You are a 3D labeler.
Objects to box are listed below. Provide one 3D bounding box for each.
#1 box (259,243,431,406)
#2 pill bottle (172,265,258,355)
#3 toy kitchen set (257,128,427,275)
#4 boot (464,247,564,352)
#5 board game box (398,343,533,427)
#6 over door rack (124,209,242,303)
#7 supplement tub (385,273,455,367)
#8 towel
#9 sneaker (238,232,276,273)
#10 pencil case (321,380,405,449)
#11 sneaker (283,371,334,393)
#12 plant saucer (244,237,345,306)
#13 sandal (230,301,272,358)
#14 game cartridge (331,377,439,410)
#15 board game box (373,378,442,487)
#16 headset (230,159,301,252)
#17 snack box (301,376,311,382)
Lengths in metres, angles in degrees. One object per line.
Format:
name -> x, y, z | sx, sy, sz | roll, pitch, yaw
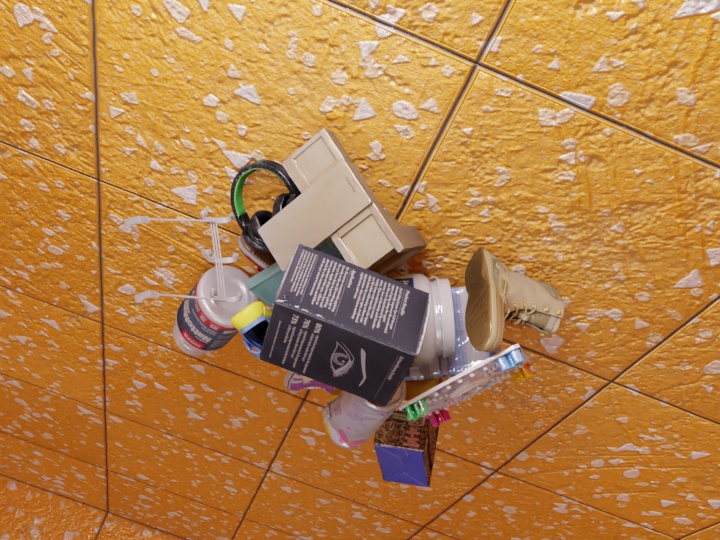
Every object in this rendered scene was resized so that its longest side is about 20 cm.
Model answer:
box -> -0.022, 0.077, 0.958 | 0.197, 0.105, 0.149 | 21, 140, -3
pill bottle -> -0.284, 0.086, 1.349 | 0.119, 0.121, 0.200 | 30, 141, -16
toy kitchen set -> -0.035, -0.070, 1.054 | 0.162, 0.180, 0.202 | -36, 83, 15
boot -> 0.234, 0.064, 1.059 | 0.154, 0.201, 0.073 | 25, 124, -13
board game box -> 0.174, 0.186, 1.102 | 0.198, 0.026, 0.200 | -30, 158, 9
over door rack -> -0.295, -0.024, 1.205 | 0.196, 0.067, 0.151 | 0, 104, 17
supplement tub -> 0.045, 0.082, 1.116 | 0.196, 0.147, 0.146 | -5, 140, 2
towel -> 0.135, 0.107, 1.186 | 0.196, 0.150, 0.024 | -8, 177, 13
sneaker -> -0.144, 0.010, 1.241 | 0.198, 0.072, 0.112 | 31, 137, -21
pencil case -> 0.003, 0.206, 1.097 | 0.090, 0.083, 0.201 | 41, 146, 7
sneaker -> -0.088, 0.227, 1.450 | 0.115, 0.072, 0.201 | 48, 143, 10
plant saucer -> -0.102, 0.003, 1.159 | 0.199, 0.019, 0.070 | -30, 126, 31
sandal -> -0.168, 0.114, 1.240 | 0.079, 0.088, 0.200 | -33, 170, 3
game cartridge -> 0.060, 0.176, 1.263 | 0.173, 0.201, 0.033 | 1, 121, 21
board game box -> 0.099, 0.291, 1.385 | 0.095, 0.202, 0.161 | 4, 142, 14
headset -> -0.130, -0.067, 1.081 | 0.123, 0.094, 0.202 | -28, 97, 32
snack box -> -0.078, 0.134, 1.296 | 0.200, 0.037, 0.118 | -31, 82, 60
